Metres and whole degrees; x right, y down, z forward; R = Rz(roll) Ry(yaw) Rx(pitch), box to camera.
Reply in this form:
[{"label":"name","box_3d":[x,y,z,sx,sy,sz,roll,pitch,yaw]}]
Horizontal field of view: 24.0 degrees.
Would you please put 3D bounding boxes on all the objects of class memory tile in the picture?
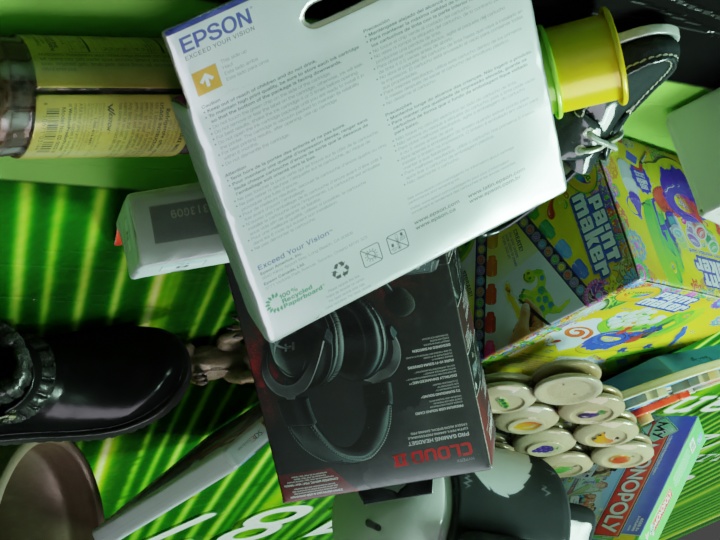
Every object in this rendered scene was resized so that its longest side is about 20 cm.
[{"label":"memory tile","box_3d":[0.131,0.121,1.278,0.152,0.017,0.200,-12,150,19]}]

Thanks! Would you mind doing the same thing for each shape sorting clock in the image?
[{"label":"shape sorting clock","box_3d":[0.222,0.105,1.361,0.199,0.039,0.200,-21,168,-5]}]

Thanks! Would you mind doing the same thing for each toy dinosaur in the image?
[{"label":"toy dinosaur","box_3d":[-0.105,0.071,1.360,0.199,0.059,0.101,-5,173,-27]}]

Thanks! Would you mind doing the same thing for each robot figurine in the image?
[{"label":"robot figurine","box_3d":[0.076,0.186,1.253,0.199,0.126,0.150,14,146,-27]}]

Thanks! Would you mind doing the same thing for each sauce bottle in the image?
[{"label":"sauce bottle","box_3d":[-0.108,-0.090,0.893,0.199,0.065,0.065,-1,155,-32]}]

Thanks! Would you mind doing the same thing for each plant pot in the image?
[{"label":"plant pot","box_3d":[-0.335,0.240,1.432,0.173,0.202,0.200,-5,164,19]}]

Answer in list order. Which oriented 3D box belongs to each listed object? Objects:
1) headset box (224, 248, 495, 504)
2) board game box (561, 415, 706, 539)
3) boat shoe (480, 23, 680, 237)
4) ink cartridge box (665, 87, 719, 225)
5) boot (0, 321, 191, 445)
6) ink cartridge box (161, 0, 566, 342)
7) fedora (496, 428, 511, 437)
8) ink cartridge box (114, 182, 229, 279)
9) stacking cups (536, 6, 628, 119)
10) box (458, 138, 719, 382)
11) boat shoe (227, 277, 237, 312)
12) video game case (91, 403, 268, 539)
[{"label":"headset box","box_3d":[0.005,0.061,1.147,0.148,0.201,0.077,-10,-166,10]},{"label":"board game box","box_3d":[0.189,0.191,1.394,0.134,0.029,0.200,-2,-147,34]},{"label":"boat shoe","box_3d":[0.136,-0.088,1.097,0.075,0.061,0.200,0,154,-38]},{"label":"ink cartridge box","box_3d":[0.332,-0.087,1.221,0.145,0.085,0.200,-28,157,27]},{"label":"boot","box_3d":[-0.224,0.069,1.195,0.210,0.080,0.158,-13,160,-9]},{"label":"ink cartridge box","box_3d":[0.005,-0.086,0.895,0.195,0.043,0.201,-26,126,-13]},{"label":"fedora","box_3d":[0.076,0.129,1.421,0.200,0.202,0.091,-2,168,-35]},{"label":"ink cartridge box","box_3d":[-0.069,-0.024,1.045,0.159,0.048,0.200,-11,175,-12]},{"label":"stacking cups","box_3d":[0.056,-0.105,1.008,0.199,0.061,0.061,-13,160,5]},{"label":"box","box_3d":[0.164,0.004,1.269,0.192,0.123,0.199,-29,156,32]},{"label":"boat shoe","box_3d":[0.000,0.000,1.205,0.199,0.070,0.071,-21,160,14]},{"label":"video game case","box_3d":[-0.122,0.156,1.472,0.200,0.023,0.182,-34,-177,39]}]
